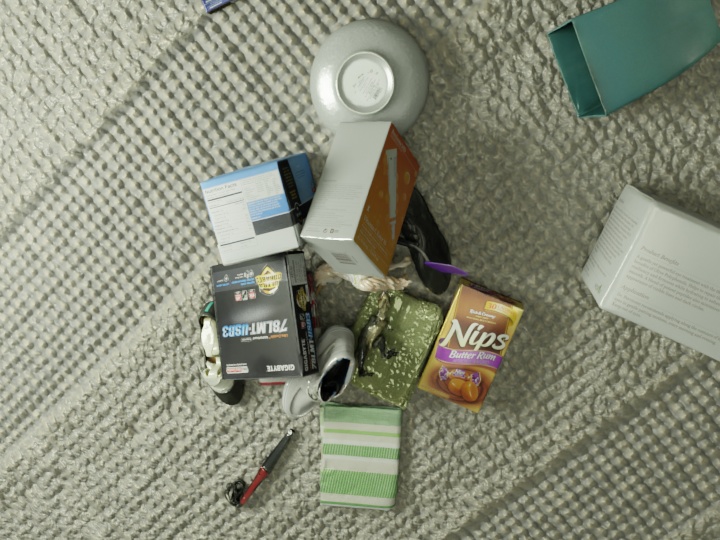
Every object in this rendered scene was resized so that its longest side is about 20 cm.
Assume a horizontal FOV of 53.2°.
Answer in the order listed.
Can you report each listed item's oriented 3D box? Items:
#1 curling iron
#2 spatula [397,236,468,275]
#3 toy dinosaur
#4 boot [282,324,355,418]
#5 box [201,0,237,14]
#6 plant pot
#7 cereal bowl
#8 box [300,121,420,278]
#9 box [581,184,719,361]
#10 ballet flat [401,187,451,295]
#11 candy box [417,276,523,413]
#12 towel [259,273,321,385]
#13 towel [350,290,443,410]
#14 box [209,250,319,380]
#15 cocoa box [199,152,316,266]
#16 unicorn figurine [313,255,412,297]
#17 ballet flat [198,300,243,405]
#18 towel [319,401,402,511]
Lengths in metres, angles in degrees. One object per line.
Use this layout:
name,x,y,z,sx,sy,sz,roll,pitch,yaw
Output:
curling iron,-0.189,0.372,1.350,0.049,0.026,0.200,40,104,-6
spatula,0.092,-0.029,1.152,0.199,0.056,0.021,33,95,44
toy dinosaur,0.014,0.130,1.209,0.047,0.088,0.201,17,116,-34
boot,-0.072,0.191,1.204,0.073,0.096,0.202,23,113,-17
box,-0.232,-0.531,1.144,0.120,0.032,0.203,-21,101,11
plant pot,0.405,-0.334,1.056,0.198,0.141,0.143,-25,99,5
cereal bowl,0.011,-0.297,1.141,0.196,0.083,0.204,2,102,7
box,0.004,-0.109,1.106,0.096,0.124,0.203,6,68,31
box,0.469,-0.006,1.088,0.196,0.200,0.173,23,107,2
ballet flat,0.103,-0.054,1.211,0.066,0.057,0.203,-26,105,-15
candy box,0.186,0.127,1.231,0.115,0.056,0.203,21,103,3
towel,-0.137,0.107,1.272,0.142,0.023,0.204,-4,103,21
towel,0.049,0.127,1.249,0.147,0.036,0.203,24,105,12
box,-0.165,0.079,1.203,0.198,0.049,0.202,-8,87,39
cocoa box,-0.149,-0.104,1.145,0.131,0.200,0.133,-13,101,11
unicorn figurine,0.000,0.000,1.196,0.135,0.200,0.075,-16,96,-17
ballet flat,-0.260,0.157,1.288,0.067,0.068,0.204,-6,102,15
towel,-0.002,0.343,1.323,0.150,0.023,0.204,3,102,6
